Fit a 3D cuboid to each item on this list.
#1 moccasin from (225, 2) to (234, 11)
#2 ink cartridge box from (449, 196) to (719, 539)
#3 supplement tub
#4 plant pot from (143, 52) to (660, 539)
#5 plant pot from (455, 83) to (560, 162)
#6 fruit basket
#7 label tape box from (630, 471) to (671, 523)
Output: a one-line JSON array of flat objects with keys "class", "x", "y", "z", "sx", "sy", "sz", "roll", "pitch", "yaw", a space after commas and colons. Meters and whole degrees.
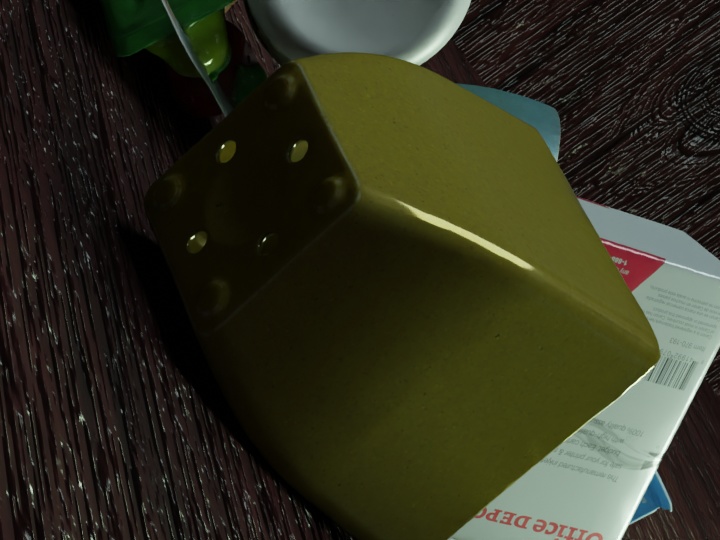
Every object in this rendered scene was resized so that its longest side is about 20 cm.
[{"class": "moccasin", "x": -0.148, "y": -0.244, "z": 1.850, "sx": 0.202, "sy": 0.078, "sz": 0.074, "roll": 51, "pitch": 10, "yaw": -28}, {"class": "ink cartridge box", "x": 0.115, "y": 0.064, "z": 1.622, "sx": 0.145, "sy": 0.201, "sz": 0.083, "roll": 16, "pitch": 17, "yaw": -33}, {"class": "supplement tub", "x": -0.004, "y": -0.189, "z": 1.749, "sx": 0.145, "sy": 0.145, "sz": 0.200, "roll": 55, "pitch": -1, "yaw": -2}, {"class": "plant pot", "x": 0.000, "y": 0.000, "z": 1.451, "sx": 0.200, "sy": 0.194, "sz": 0.196, "roll": 35, "pitch": 21, "yaw": -43}, {"class": "plant pot", "x": 0.026, "y": -0.042, "z": 1.791, "sx": 0.134, "sy": 0.201, "sz": 0.200, "roll": 24, "pitch": 17, "yaw": -12}, {"class": "fruit basket", "x": -0.103, "y": -0.160, "z": 1.755, "sx": 0.200, "sy": 0.093, "sz": 0.186, "roll": 54, "pitch": 8, "yaw": -33}, {"class": "label tape box", "x": 0.116, "y": 0.107, "z": 1.785, "sx": 0.144, "sy": 0.066, "sz": 0.200, "roll": 61, "pitch": -13, "yaw": -2}]
